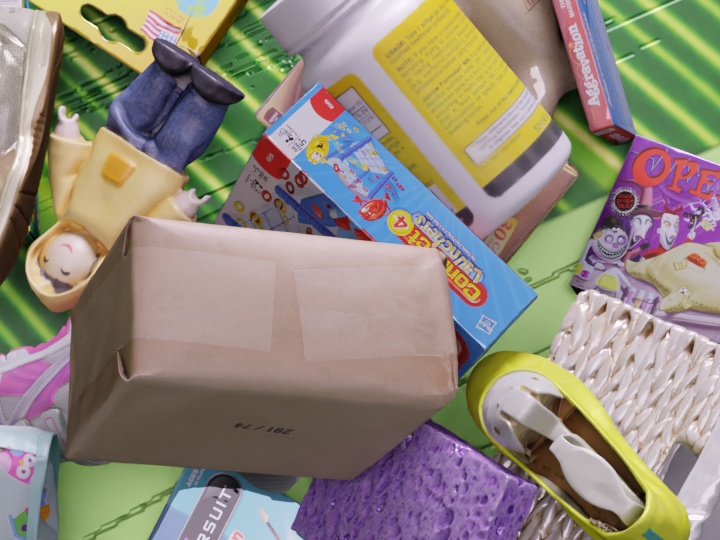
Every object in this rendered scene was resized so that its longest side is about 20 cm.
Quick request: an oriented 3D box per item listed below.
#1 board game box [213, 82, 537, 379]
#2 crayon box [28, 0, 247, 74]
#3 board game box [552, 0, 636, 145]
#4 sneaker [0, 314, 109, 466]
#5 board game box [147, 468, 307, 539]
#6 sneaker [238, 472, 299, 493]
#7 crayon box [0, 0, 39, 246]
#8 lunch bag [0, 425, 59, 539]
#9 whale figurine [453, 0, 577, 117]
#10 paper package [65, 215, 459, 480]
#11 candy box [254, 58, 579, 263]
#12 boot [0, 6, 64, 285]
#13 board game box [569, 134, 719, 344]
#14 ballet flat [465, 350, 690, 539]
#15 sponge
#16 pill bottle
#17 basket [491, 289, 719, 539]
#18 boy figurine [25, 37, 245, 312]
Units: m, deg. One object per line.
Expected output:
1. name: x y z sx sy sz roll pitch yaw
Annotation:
1. board game box: 0.000 0.000 1.520 0.196 0.200 0.056 44 64 4
2. crayon box: -0.128 -0.234 1.621 0.127 0.051 0.200 34 83 2
3. board game box: 0.149 -0.189 1.595 0.019 0.103 0.201 -17 83 14
4. sneaker: -0.196 0.092 1.531 0.200 0.081 0.088 -37 49 26
5. board game box: -0.059 0.235 1.570 0.200 0.047 0.151 27 83 2
6. sneaker: -0.091 0.067 1.585 0.200 0.071 0.080 46 45 17
7. crayon box: -0.288 -0.116 1.601 0.118 0.058 0.201 -2 84 -1
8. lunch bag: -0.282 0.164 1.490 0.170 0.200 0.122 9 49 -1
9. whale figurine: 0.076 -0.193 1.604 0.200 0.104 0.159 55 46 -15
10. paper package: -0.066 0.054 1.402 0.199 0.191 0.104 6 68 -17
11. candy box: 0.040 -0.087 1.595 0.200 0.055 0.116 40 99 4
12. boot: -0.289 -0.089 1.532 0.154 0.072 0.201 11 78 -2
13. board game box: 0.257 -0.006 1.579 0.200 0.032 0.120 21 79 24
14. ballet flat: 0.123 0.105 1.390 0.067 0.067 0.200 -50 52 6
15. sponge: 0.030 0.151 1.464 0.030 0.200 0.112 21 94 -33
16. pill bottle: 0.034 -0.119 1.494 0.114 0.114 0.200 -41 98 -5
17. basket: 0.193 0.146 1.488 0.161 0.200 0.199 25 83 32
18. boy figurine: -0.167 -0.062 1.565 0.124 0.064 0.200 38 96 10
